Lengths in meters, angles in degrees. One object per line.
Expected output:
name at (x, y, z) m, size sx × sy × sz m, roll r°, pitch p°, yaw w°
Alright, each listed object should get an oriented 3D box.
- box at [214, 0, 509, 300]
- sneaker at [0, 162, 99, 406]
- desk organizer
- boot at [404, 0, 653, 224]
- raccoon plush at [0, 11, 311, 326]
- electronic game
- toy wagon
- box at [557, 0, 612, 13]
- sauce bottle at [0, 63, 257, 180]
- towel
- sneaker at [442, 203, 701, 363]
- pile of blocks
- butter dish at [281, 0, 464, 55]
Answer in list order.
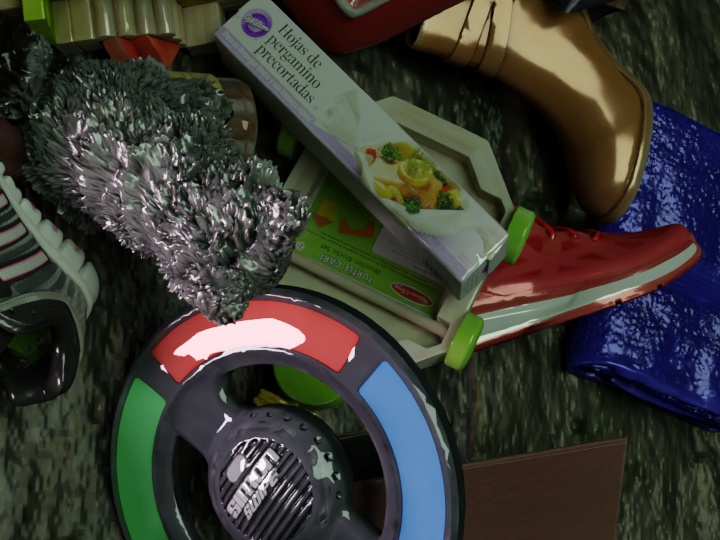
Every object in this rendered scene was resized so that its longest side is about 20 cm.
box at (0.000, -0.069, 0.758) m, size 0.039 × 0.042 × 0.200 m, roll -42°, pitch 76°, yaw -11°
sneaker at (-0.188, 0.000, 0.636) m, size 0.200 × 0.073 × 0.088 m, roll 50°, pitch 24°, yaw -51°
desk organizer at (0.055, 0.133, 0.788) m, size 0.198 × 0.072 × 0.078 m, roll -4°, pitch 107°, yaw -30°
boot at (0.101, -0.131, 0.878) m, size 0.153 × 0.074 × 0.203 m, roll 6°, pitch 68°, yaw -29°
raccoon plush at (-0.118, -0.042, 0.638) m, size 0.198 × 0.134 × 0.098 m, roll 12°, pitch 109°, yaw -33°
electronic game at (-0.041, 0.107, 0.695) m, size 0.042 × 0.198 × 0.202 m, roll -19°, pitch 91°, yaw -64°
toy wagon at (0.000, 0.000, 0.779) m, size 0.154 × 0.040 × 0.202 m, roll 25°, pitch 75°, yaw 9°
box at (0.150, -0.281, 0.871) m, size 0.147 × 0.105 × 0.201 m, roll -19°, pitch 69°, yaw -33°
sauce bottle at (-0.153, -0.076, 0.726) m, size 0.198 × 0.065 × 0.066 m, roll -2°, pitch 82°, yaw -28°
towel at (0.220, -0.005, 0.933) m, size 0.146 × 0.049 × 0.203 m, roll 22°, pitch 71°, yaw -26°
sneaker at (0.104, -0.023, 0.835) m, size 0.198 × 0.078 × 0.117 m, roll -18°, pitch 87°, yaw -14°
pile of blocks at (-0.134, -0.140, 0.737) m, size 0.198 × 0.082 × 0.063 m, roll -6°, pitch 84°, yaw -31°
butter dish at (0.015, -0.260, 0.793) m, size 0.200 × 0.198 × 0.149 m, roll 49°, pitch 31°, yaw -36°
